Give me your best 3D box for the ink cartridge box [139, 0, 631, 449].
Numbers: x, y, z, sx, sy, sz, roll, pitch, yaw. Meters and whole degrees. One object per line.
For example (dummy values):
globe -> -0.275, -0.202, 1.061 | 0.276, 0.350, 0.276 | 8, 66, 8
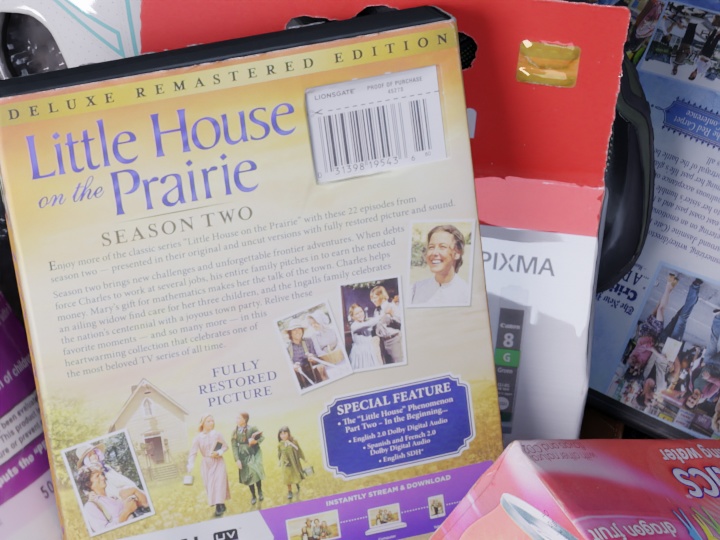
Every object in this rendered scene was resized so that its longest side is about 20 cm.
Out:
ink cartridge box -> 0.000, 0.000, 0.780 | 0.161, 0.050, 0.200 | 6, 130, 2

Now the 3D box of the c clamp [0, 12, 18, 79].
c clamp -> -0.050, -0.069, 0.848 | 0.200, 0.027, 0.171 | 39, 88, -15

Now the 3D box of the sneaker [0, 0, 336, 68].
sneaker -> -0.047, -0.068, 0.808 | 0.200, 0.070, 0.080 | 42, 104, -14

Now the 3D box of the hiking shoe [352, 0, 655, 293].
hiking shoe -> 0.033, -0.079, 0.795 | 0.101, 0.076, 0.200 | -27, 97, -51

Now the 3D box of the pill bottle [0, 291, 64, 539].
pill bottle -> -0.176, 0.018, 0.774 | 0.112, 0.112, 0.200 | -31, 101, -11

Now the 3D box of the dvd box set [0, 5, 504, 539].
dvd box set -> -0.031, 0.027, 0.737 | 0.146, 0.029, 0.200 | -12, 108, -11

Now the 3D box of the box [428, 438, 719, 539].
box -> 0.105, 0.119, 0.735 | 0.200, 0.103, 0.095 | 6, 130, -50

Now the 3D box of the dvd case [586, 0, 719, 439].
dvd case -> 0.125, -0.040, 0.847 | 0.200, 0.143, 0.018 | -63, 149, -4

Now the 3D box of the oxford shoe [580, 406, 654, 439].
oxford shoe -> 0.137, 0.006, 0.876 | 0.071, 0.071, 0.200 | 24, 86, -13
